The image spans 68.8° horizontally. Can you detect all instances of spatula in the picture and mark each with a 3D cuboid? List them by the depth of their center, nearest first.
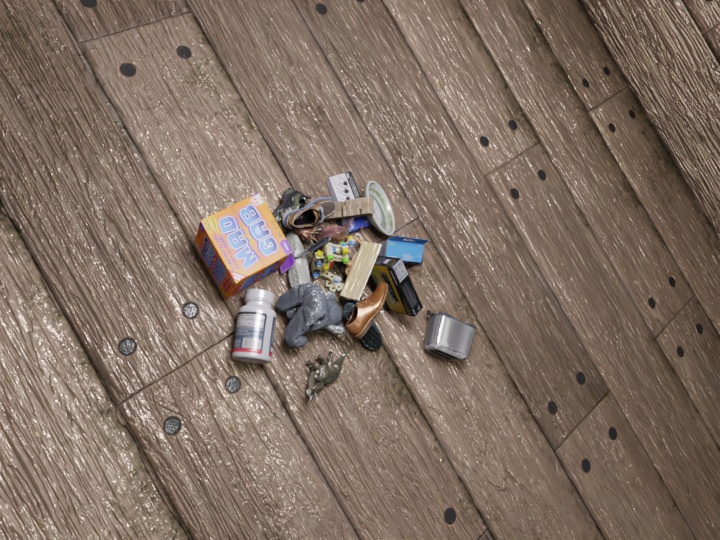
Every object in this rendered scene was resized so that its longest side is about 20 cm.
[{"bbox_3d":[-0.176,-0.059,1.650,0.196,0.021,0.058,-26,64,12],"label":"spatula"}]

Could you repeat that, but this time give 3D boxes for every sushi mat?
[{"bbox_3d":[0.000,0.000,1.699,0.012,0.094,0.204,36,71,-43],"label":"sushi mat"}]

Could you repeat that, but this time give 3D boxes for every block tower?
[{"bbox_3d":[-0.047,-0.204,1.759,0.054,0.195,0.060,3,85,-62],"label":"block tower"}]

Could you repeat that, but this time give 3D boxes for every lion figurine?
[{"bbox_3d":[-0.001,-0.043,1.780,0.121,0.073,0.203,30,80,6],"label":"lion figurine"}]

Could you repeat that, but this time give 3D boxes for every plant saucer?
[{"bbox_3d":[0.056,-0.212,1.848,0.200,0.049,0.205,44,36,-44],"label":"plant saucer"}]

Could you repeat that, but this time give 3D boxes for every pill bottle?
[{"bbox_3d":[-0.313,0.166,1.567,0.116,0.119,0.206,12,71,-20],"label":"pill bottle"}]

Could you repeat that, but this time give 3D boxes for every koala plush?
[{"bbox_3d":[-0.129,0.134,1.644,0.198,0.183,0.181,18,42,-47],"label":"koala plush"}]

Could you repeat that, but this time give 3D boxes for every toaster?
[{"bbox_3d":[0.304,0.232,1.833,0.196,0.113,0.132,24,69,-18],"label":"toaster"}]

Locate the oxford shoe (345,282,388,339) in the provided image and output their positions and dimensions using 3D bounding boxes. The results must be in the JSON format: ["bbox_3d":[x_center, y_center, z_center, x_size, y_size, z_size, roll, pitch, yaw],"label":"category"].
[{"bbox_3d":[0.022,0.112,1.651,0.071,0.071,0.202,39,69,-17],"label":"oxford shoe"}]

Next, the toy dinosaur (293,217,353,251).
[{"bbox_3d":[-0.108,-0.120,1.711,0.195,0.136,0.088,-22,70,5],"label":"toy dinosaur"}]

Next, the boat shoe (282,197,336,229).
[{"bbox_3d":[-0.150,-0.176,1.683,0.197,0.072,0.074,-28,118,-25],"label":"boat shoe"}]

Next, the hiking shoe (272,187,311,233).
[{"bbox_3d":[-0.227,-0.176,1.710,0.098,0.076,0.205,13,67,12],"label":"hiking shoe"}]

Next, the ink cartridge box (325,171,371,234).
[{"bbox_3d":[-0.041,-0.238,1.845,0.092,0.044,0.205,-19,85,-26],"label":"ink cartridge box"}]

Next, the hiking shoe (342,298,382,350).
[{"bbox_3d":[0.014,0.171,1.739,0.073,0.087,0.202,-28,112,13],"label":"hiking shoe"}]

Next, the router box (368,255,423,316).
[{"bbox_3d":[0.104,0.048,1.729,0.052,0.155,0.203,-41,119,-27],"label":"router box"}]

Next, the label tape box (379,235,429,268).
[{"bbox_3d":[0.129,-0.055,1.783,0.140,0.199,0.065,5,76,-22],"label":"label tape box"}]

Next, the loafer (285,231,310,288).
[{"bbox_3d":[-0.204,-0.027,1.707,0.069,0.069,0.206,17,59,-55],"label":"loafer"}]

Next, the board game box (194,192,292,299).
[{"bbox_3d":[-0.352,-0.070,1.568,0.197,0.199,0.203,-30,88,-28],"label":"board game box"}]

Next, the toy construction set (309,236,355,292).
[{"bbox_3d":[-0.093,-0.022,1.699,0.127,0.204,0.093,-4,42,-20],"label":"toy construction set"}]

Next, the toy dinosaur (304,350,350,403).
[{"bbox_3d":[-0.113,0.319,1.653,0.198,0.076,0.105,-30,101,-33],"label":"toy dinosaur"}]
